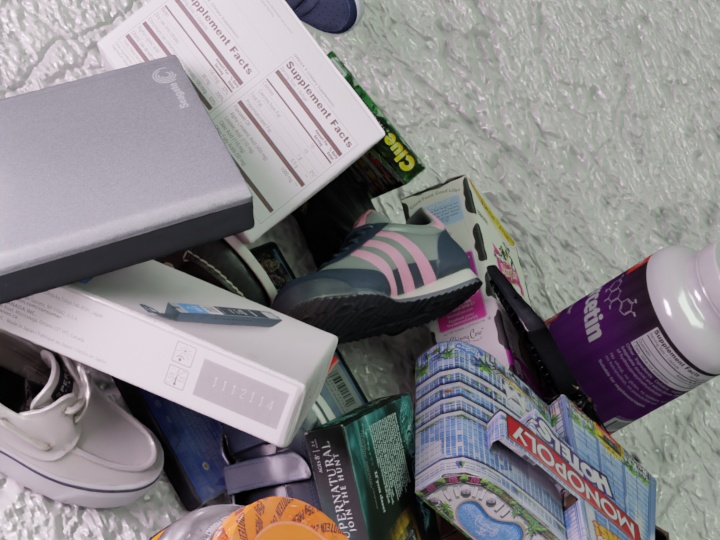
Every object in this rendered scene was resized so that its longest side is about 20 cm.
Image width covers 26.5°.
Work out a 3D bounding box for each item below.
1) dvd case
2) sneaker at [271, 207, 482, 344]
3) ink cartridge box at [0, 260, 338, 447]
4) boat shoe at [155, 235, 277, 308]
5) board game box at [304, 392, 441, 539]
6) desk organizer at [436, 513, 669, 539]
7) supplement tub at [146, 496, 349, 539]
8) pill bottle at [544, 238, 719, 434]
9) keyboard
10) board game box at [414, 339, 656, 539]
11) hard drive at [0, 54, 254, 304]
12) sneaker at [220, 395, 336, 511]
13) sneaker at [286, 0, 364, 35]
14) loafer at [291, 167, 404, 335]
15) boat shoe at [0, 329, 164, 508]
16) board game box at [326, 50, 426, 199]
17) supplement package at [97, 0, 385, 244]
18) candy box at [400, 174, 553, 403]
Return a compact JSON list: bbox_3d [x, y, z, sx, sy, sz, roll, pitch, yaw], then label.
[{"bbox_3d":[-0.086,0.065,1.046,0.199,0.017,0.144,-23,80,-53],"label":"dvd case"},{"bbox_3d":[0.000,0.000,1.068,0.199,0.070,0.083,-6,62,-51],"label":"sneaker"},{"bbox_3d":[-0.110,0.022,0.910,0.198,0.045,0.176,22,16,4],"label":"ink cartridge box"},{"bbox_3d":[-0.141,-0.030,1.014,0.200,0.076,0.060,42,70,-2],"label":"boat shoe"},{"bbox_3d":[0.022,0.185,0.954,0.135,0.028,0.203,-11,88,-71],"label":"board game box"},{"bbox_3d":[0.144,0.203,1.148,0.199,0.077,0.072,32,42,-29],"label":"desk organizer"},{"bbox_3d":[-0.091,0.198,0.781,0.122,0.199,0.124,29,43,-31],"label":"supplement tub"},{"bbox_3d":[0.240,0.054,1.271,0.112,0.199,0.113,29,43,-31],"label":"pill bottle"},{"bbox_3d":[0.138,0.088,1.130,0.104,0.039,0.200,53,-2,45],"label":"keyboard"},{"bbox_3d":[0.123,0.157,1.001,0.200,0.062,0.201,41,23,-20],"label":"board game box"},{"bbox_3d":[-0.173,-0.047,0.841,0.198,0.033,0.140,-17,46,-16],"label":"hard drive"},{"bbox_3d":[-0.043,0.152,0.958,0.079,0.078,0.202,-31,98,-56],"label":"sneaker"},{"bbox_3d":[-0.089,-0.248,1.243,0.199,0.070,0.109,40,33,-9],"label":"sneaker"},{"bbox_3d":[-0.014,-0.043,1.171,0.201,0.068,0.070,54,43,4],"label":"loafer"},{"bbox_3d":[-0.188,0.073,0.883,0.199,0.066,0.072,34,40,-26],"label":"boat shoe"},{"bbox_3d":[-0.006,-0.103,1.140,0.105,0.023,0.200,53,-6,-3],"label":"board game box"},{"bbox_3d":[-0.082,-0.110,1.024,0.156,0.111,0.200,52,-5,-5],"label":"supplement package"},{"bbox_3d":[0.099,0.046,1.196,0.136,0.060,0.202,45,28,-57],"label":"candy box"}]
